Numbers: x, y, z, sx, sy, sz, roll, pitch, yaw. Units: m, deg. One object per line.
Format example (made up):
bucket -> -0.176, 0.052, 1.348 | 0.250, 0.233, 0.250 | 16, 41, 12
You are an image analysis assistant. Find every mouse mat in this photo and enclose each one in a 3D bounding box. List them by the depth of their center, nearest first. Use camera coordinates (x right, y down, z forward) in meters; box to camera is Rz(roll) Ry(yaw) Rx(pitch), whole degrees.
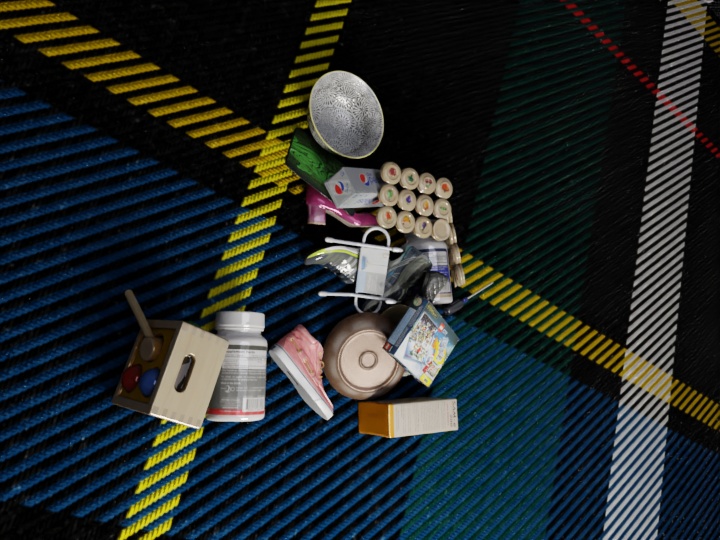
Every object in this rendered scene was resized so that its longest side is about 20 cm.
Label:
mouse mat -> -0.081, -0.224, 1.326 | 0.199, 0.008, 0.162 | 35, 38, -24

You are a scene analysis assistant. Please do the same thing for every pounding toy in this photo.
pounding toy -> -0.352, 0.151, 1.038 | 0.142, 0.183, 0.202 | 31, 66, -39

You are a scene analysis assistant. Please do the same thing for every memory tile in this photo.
memory tile -> 0.128, -0.156, 1.347 | 0.198, 0.017, 0.156 | 11, 82, -27
memory tile -> 0.229, -0.060, 1.476 | 0.017, 0.153, 0.203 | -12, 86, 3

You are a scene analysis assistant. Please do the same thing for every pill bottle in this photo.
pill bottle -> -0.238, 0.184, 1.135 | 0.113, 0.113, 0.203 | 7, 78, -33
pill bottle -> 0.157, -0.017, 1.431 | 0.118, 0.119, 0.203 | -1, 83, -34

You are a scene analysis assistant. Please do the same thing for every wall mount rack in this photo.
wall mount rack -> 0.000, 0.000, 1.286 | 0.171, 0.075, 0.203 | 7, 93, -3

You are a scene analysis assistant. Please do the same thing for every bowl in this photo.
bowl -> -0.051, -0.345, 1.355 | 0.199, 0.094, 0.204 | 5, 80, -33

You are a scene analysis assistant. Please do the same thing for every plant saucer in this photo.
plant saucer -> 0.014, 0.195, 1.299 | 0.197, 0.037, 0.204 | -2, 99, -10

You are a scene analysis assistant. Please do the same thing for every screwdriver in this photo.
screwdriver -> 0.296, 0.069, 1.563 | 0.198, 0.029, 0.028 | -26, 97, -29

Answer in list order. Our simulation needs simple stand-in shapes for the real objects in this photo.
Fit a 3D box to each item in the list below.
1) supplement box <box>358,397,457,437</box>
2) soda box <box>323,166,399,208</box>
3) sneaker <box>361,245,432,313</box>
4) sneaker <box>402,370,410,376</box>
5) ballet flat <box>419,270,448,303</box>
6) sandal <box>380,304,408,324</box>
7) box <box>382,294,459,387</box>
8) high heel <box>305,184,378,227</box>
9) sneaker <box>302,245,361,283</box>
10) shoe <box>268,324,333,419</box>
supplement box -> 0.109, 0.333, 1.341 | 0.198, 0.125, 0.075 | 4, 80, -33
soda box -> 0.007, -0.188, 1.337 | 0.199, 0.063, 0.069 | -13, 72, -57
sneaker -> 0.075, 0.025, 1.371 | 0.200, 0.087, 0.077 | -42, 147, 9
sneaker -> 0.120, 0.187, 1.413 | 0.199, 0.069, 0.101 | -24, 88, -37
ballet flat -> 0.149, 0.099, 1.337 | 0.056, 0.067, 0.203 | 15, 102, 0
sandal -> 0.041, 0.168, 1.363 | 0.077, 0.070, 0.213 | 31, 88, -7
box -> 0.138, 0.161, 1.301 | 0.137, 0.037, 0.200 | -55, 140, -11
high heel -> -0.034, -0.149, 1.356 | 0.197, 0.067, 0.097 | 2, 91, -21
sneaker -> -0.039, -0.012, 1.328 | 0.198, 0.074, 0.082 | 3, 84, -32
shoe -> -0.102, 0.215, 1.248 | 0.091, 0.071, 0.201 | -41, 101, -26
